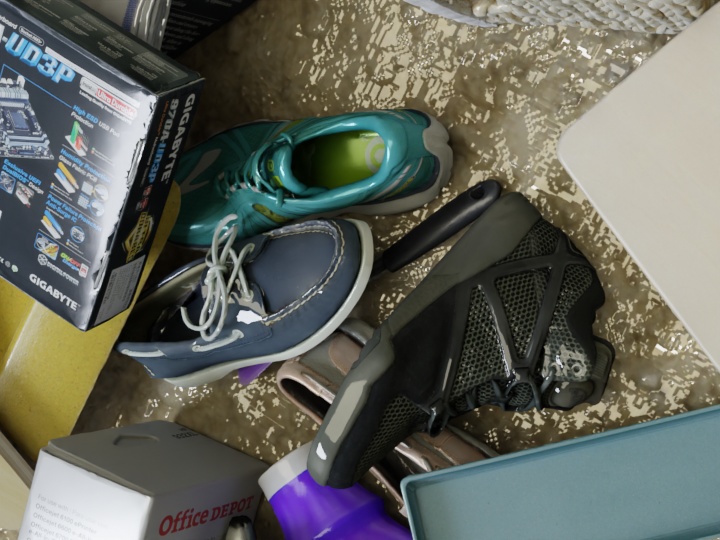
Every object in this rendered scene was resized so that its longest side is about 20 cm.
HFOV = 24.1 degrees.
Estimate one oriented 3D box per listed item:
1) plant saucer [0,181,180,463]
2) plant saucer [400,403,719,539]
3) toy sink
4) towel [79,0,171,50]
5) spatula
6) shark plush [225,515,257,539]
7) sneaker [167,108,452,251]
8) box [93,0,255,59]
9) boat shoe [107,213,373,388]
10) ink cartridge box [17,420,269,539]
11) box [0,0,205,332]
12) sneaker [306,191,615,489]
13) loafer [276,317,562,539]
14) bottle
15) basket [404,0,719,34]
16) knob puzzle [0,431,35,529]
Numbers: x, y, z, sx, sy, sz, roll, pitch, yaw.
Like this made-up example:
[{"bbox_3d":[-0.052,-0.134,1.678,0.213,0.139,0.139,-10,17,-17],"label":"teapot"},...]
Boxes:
[{"bbox_3d":[-0.220,-0.013,1.057,0.200,0.048,0.201,40,108,38],"label":"plant saucer"},{"bbox_3d":[0.125,0.124,0.911,0.199,0.019,0.070,-13,86,-1],"label":"plant saucer"},{"bbox_3d":[0.214,-0.028,0.855,0.130,0.112,0.200,-40,83,20],"label":"toy sink"},{"bbox_3d":[-0.193,-0.175,0.973,0.199,0.024,0.148,19,98,23],"label":"towel"},{"bbox_3d":[0.000,0.000,1.003,0.199,0.021,0.057,-30,46,17],"label":"spatula"},{"bbox_3d":[-0.067,0.243,0.983,0.083,0.091,0.201,16,111,25],"label":"shark plush"},{"bbox_3d":[-0.046,-0.061,0.994,0.199,0.080,0.078,-14,84,25],"label":"sneaker"},{"bbox_3d":[-0.127,-0.223,1.012,0.199,0.107,0.149,-33,78,21],"label":"box"},{"bbox_3d":[-0.074,0.014,0.985,0.199,0.062,0.075,-21,56,44],"label":"boat shoe"},{"bbox_3d":[-0.143,0.203,1.006,0.083,0.145,0.201,19,99,23],"label":"ink cartridge box"},{"bbox_3d":[-0.197,-0.083,0.943,0.199,0.046,0.160,32,121,16],"label":"box"},{"bbox_3d":[0.063,0.059,0.916,0.114,0.076,0.199,40,68,13],"label":"sneaker"},{"bbox_3d":[0.030,0.115,0.961,0.200,0.063,0.072,47,143,20],"label":"loafer"},{"bbox_3d":[0.013,0.192,0.975,0.083,0.065,0.201,-32,76,-6],"label":"bottle"},{"bbox_3d":[0.113,-0.227,0.858,0.160,0.198,0.201,8,93,20],"label":"basket"},{"bbox_3d":[-0.266,0.091,1.064,0.219,0.220,0.030,30,58,21],"label":"knob puzzle"}]
